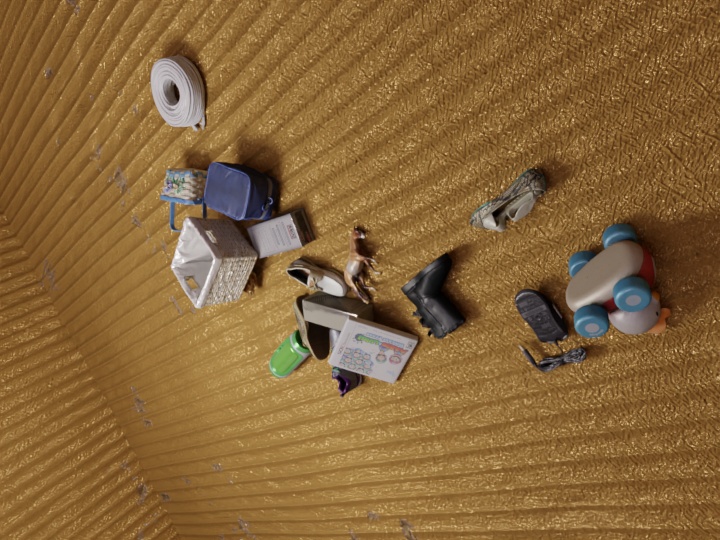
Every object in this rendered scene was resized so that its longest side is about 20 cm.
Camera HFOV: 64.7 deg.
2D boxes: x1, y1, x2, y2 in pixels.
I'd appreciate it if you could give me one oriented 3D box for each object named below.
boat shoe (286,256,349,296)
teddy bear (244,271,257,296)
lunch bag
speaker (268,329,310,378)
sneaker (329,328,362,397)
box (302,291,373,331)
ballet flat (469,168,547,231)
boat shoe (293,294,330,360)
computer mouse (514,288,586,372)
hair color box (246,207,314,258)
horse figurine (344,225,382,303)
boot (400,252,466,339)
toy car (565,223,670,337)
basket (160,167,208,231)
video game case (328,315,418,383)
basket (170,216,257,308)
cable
[{"bbox_3d":[-0.124,0.028,1.611,0.198,0.068,0.076,22,123,29],"label":"boat shoe"},{"bbox_3d":[-0.397,0.005,1.830,0.198,0.066,0.147,8,106,43],"label":"teddy bear"},{"bbox_3d":[-0.329,-0.224,1.618,0.198,0.132,0.138,25,109,28],"label":"lunch bag"},{"bbox_3d":[-0.216,0.262,1.783,0.089,0.088,0.200,50,132,8],"label":"speaker"},{"bbox_3d":[-0.056,0.264,1.655,0.074,0.087,0.202,-10,104,40],"label":"sneaker"},{"bbox_3d":[-0.064,0.118,1.599,0.198,0.082,0.069,11,116,33],"label":"box"},{"bbox_3d":[0.307,-0.129,1.190,0.200,0.067,0.076,-41,47,40],"label":"ballet flat"},{"bbox_3d":[-0.147,0.174,1.693,0.063,0.072,0.202,-43,62,56],"label":"boat shoe"},{"bbox_3d":[0.399,0.131,1.267,0.201,0.046,0.140,51,137,1],"label":"computer mouse"},{"bbox_3d":[-0.233,-0.105,1.641,0.198,0.060,0.100,-11,103,42],"label":"hair color box"},{"bbox_3d":[0.000,0.000,1.509,0.132,0.050,0.202,41,137,33],"label":"horse figurine"},{"bbox_3d":[0.195,0.067,1.376,0.163,0.073,0.198,53,139,9],"label":"boot"},{"bbox_3d":[0.517,0.051,1.081,0.199,0.186,0.177,30,132,-14],"label":"toy car"},{"bbox_3d":[-0.541,-0.217,1.779,0.175,0.138,0.203,8,106,34],"label":"basket"},{"bbox_3d":[0.032,0.217,1.540,0.197,0.024,0.183,18,127,-8],"label":"video game case"},{"bbox_3d":[-0.439,-0.030,1.705,0.198,0.160,0.201,48,125,30],"label":"basket"},{"bbox_3d":[-0.543,-0.528,1.683,0.199,0.069,0.202,30,126,24],"label":"cable"}]
